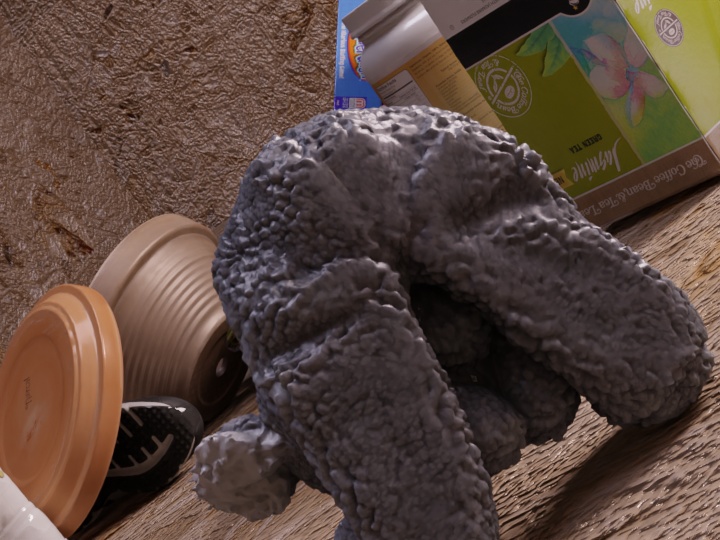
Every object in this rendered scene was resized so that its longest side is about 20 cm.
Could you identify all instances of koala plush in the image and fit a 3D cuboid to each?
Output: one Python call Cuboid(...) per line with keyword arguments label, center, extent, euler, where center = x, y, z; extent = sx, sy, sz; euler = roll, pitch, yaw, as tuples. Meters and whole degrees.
Cuboid(label="koala plush", center=(0.011, 0.039, 0.787), extent=(0.177, 0.184, 0.200), euler=(-38, -5, -19))

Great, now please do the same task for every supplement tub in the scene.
Cuboid(label="supplement tub", center=(0.090, -0.158, 1.520), extent=(0.144, 0.201, 0.145), euler=(-35, 6, 4))

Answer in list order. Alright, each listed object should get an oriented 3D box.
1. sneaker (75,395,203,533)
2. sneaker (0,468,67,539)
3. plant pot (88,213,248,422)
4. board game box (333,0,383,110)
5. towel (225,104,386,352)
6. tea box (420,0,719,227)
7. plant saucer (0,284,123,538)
Cuboid(label="sneaker", center=(-0.183, 0.137, 1.465), extent=(0.199, 0.074, 0.080), euler=(-30, 7, 43))
Cuboid(label="sneaker", center=(-0.316, 0.220, 1.401), extent=(0.199, 0.116, 0.074), euler=(-36, 8, 17))
Cuboid(label="plant pot", center=(-0.151, 0.063, 1.550), extent=(0.201, 0.092, 0.202), euler=(-47, -30, -38))
Cuboid(label="board game box", center=(-0.001, -0.124, 1.676), extent=(0.201, 0.044, 0.153), euler=(91, 180, -50))
Cuboid(label="towel", center=(-0.041, -0.028, 1.493), extent=(0.201, 0.023, 0.144), euler=(-55, -3, -25))
Cuboid(label="tea box", center=(0.171, -0.164, 1.148), extent=(0.200, 0.198, 0.133), euler=(-41, 9, -40))
Cuboid(label="plant saucer", center=(-0.242, 0.109, 1.447), extent=(0.032, 0.202, 0.200), euler=(13, -26, -32))
